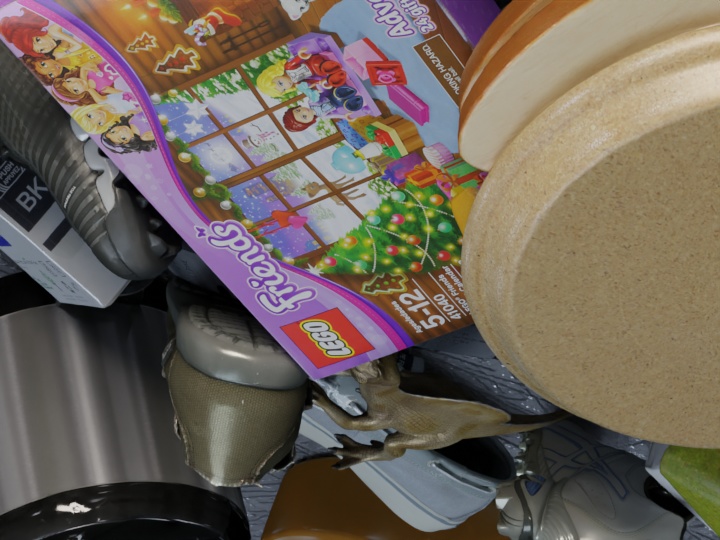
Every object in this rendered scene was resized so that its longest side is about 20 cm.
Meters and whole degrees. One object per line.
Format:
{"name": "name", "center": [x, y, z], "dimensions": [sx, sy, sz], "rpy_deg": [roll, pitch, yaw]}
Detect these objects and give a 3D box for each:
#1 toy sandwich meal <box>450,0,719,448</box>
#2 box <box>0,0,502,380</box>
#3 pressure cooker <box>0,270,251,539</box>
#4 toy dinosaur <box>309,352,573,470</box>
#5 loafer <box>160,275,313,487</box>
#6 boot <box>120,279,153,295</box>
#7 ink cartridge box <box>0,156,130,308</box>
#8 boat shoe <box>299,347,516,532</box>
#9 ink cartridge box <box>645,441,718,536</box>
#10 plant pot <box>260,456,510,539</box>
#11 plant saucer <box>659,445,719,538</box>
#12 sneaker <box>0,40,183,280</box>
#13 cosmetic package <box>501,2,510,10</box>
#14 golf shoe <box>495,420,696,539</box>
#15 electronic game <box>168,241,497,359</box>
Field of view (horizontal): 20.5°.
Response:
{"name": "toy sandwich meal", "center": [0.118, -0.023, 0.632], "dimensions": [0.205, 0.070, 0.205], "rpy_deg": [-1, 136, -1]}
{"name": "box", "center": [-0.012, -0.053, 0.680], "dimensions": [0.137, 0.039, 0.200], "rpy_deg": [-21, 129, 27]}
{"name": "pressure cooker", "center": [-0.160, 0.093, 1.091], "dimensions": [0.176, 0.200, 0.179], "rpy_deg": [-24, 147, 14]}
{"name": "toy dinosaur", "center": [0.035, 0.070, 0.970], "dimensions": [0.101, 0.058, 0.200], "rpy_deg": [-5, 164, 40]}
{"name": "loafer", "center": [-0.056, 0.047, 0.846], "dimensions": [0.075, 0.070, 0.200], "rpy_deg": [14, -175, 0]}
{"name": "boot", "center": [-0.209, -0.045, 1.029], "dimensions": [0.200, 0.069, 0.174], "rpy_deg": [36, 156, -17]}
{"name": "ink cartridge box", "center": [-0.187, -0.060, 0.887], "dimensions": [0.200, 0.039, 0.099], "rpy_deg": [41, 168, -17]}
{"name": "boat shoe", "center": [0.007, 0.062, 1.059], "dimensions": [0.071, 0.070, 0.201], "rpy_deg": [-31, 121, 30]}
{"name": "ink cartridge box", "center": [0.249, 0.104, 0.918], "dimensions": [0.144, 0.085, 0.200], "rpy_deg": [-9, 138, 46]}
{"name": "plant pot", "center": [0.012, 0.245, 1.246], "dimensions": [0.200, 0.183, 0.200], "rpy_deg": [18, 153, 9]}
{"name": "plant saucer", "center": [0.251, 0.087, 0.783], "dimensions": [0.200, 0.048, 0.200], "rpy_deg": [-36, 124, 12]}
{"name": "sneaker", "center": [-0.137, -0.072, 0.771], "dimensions": [0.090, 0.200, 0.066], "rpy_deg": [-33, 164, 16]}
{"name": "cosmetic package", "center": [0.109, -0.066, 0.724], "dimensions": [0.102, 0.074, 0.200], "rpy_deg": [31, 153, -16]}
{"name": "golf shoe", "center": [0.122, 0.121, 0.990], "dimensions": [0.097, 0.078, 0.200], "rpy_deg": [-3, -170, 9]}
{"name": "electronic game", "center": [0.000, 0.000, 0.880], "dimensions": [0.200, 0.042, 0.200], "rpy_deg": [14, -175, -1]}
